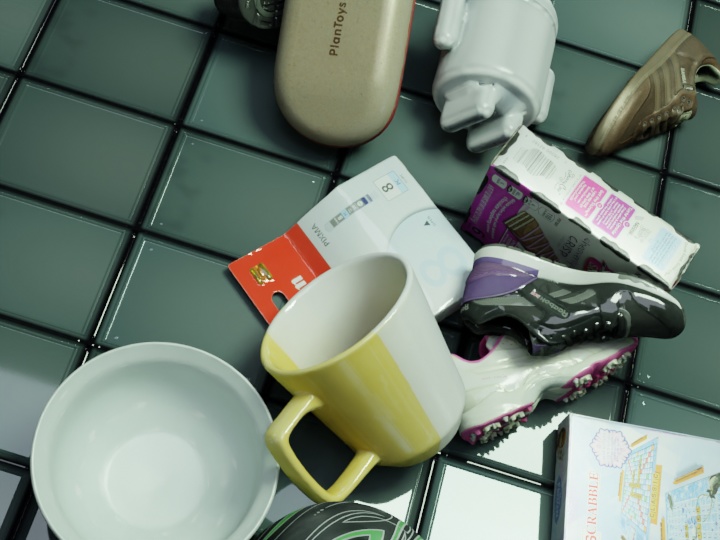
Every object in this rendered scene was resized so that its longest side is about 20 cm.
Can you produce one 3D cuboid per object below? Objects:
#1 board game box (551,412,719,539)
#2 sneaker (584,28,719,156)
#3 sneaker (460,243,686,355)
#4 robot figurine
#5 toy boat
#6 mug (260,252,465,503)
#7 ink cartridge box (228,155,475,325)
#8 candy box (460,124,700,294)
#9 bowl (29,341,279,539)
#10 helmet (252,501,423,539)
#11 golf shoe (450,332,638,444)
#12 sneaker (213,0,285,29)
[{"bbox_3d":[0.272,0.243,1.080,0.199,0.041,0.200,11,64,-5],"label":"board game box"},{"bbox_3d":[0.318,-0.179,1.275,0.075,0.070,0.200,39,65,8],"label":"sneaker"},{"bbox_3d":[0.189,0.047,1.089,0.200,0.076,0.088,13,61,13],"label":"sneaker"},{"bbox_3d":[0.140,-0.221,1.239,0.170,0.113,0.200,37,57,-34],"label":"robot figurine"},{"bbox_3d":[-0.011,-0.223,1.212,0.130,0.131,0.201,11,93,12],"label":"toy boat"},{"bbox_3d":[0.001,0.100,1.041,0.186,0.149,0.153,-36,117,-4],"label":"mug"},{"bbox_3d":[0.000,0.000,1.145,0.200,0.047,0.160,-30,74,-24],"label":"ink cartridge box"},{"bbox_3d":[0.203,-0.032,1.148,0.200,0.136,0.061,35,66,8],"label":"candy box"},{"bbox_3d":[-0.172,0.169,1.010,0.201,0.090,0.202,4,64,-9],"label":"bowl"},{"bbox_3d":[-0.021,0.276,0.941,0.191,0.200,0.200,-42,77,-7],"label":"helmet"},{"bbox_3d":[0.166,0.085,1.122,0.200,0.075,0.092,-22,67,-20],"label":"golf shoe"},{"bbox_3d":[-0.066,-0.303,1.263,0.200,0.076,0.091,-18,23,-37],"label":"sneaker"}]
